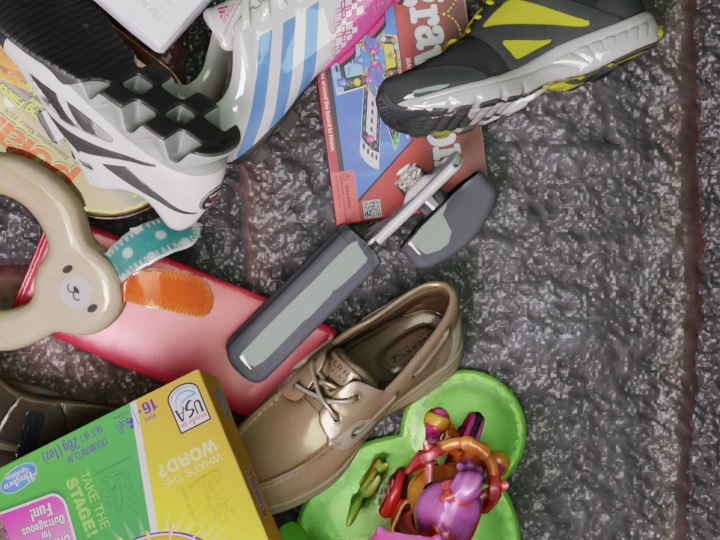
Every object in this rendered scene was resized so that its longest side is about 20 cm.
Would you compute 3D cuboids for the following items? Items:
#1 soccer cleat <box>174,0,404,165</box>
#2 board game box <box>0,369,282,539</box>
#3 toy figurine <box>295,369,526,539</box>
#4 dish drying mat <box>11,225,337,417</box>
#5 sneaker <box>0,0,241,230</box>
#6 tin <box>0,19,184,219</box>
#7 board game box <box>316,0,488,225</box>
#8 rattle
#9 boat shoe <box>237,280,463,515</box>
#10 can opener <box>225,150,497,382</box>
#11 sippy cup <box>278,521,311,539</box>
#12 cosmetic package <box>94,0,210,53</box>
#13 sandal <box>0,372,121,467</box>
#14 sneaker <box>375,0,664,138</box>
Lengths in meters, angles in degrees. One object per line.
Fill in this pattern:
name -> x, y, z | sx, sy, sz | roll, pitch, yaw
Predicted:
soccer cleat -> -0.043, -0.157, 1.726 | 0.086, 0.070, 0.200 | 38, 91, -27
board game box -> -0.120, 0.182, 1.672 | 0.152, 0.040, 0.201 | -27, 72, 8
toy figurine -> 0.048, 0.163, 1.722 | 0.150, 0.184, 0.201 | 27, 91, -5
dish drying mat -> -0.120, 0.034, 1.787 | 0.199, 0.018, 0.077 | 23, 93, -6
sneaker -> -0.166, -0.097, 1.704 | 0.200, 0.074, 0.089 | 41, 134, 21
tin -> -0.195, -0.115, 1.763 | 0.200, 0.042, 0.112 | 38, 87, -6
board game box -> 0.021, -0.135, 1.784 | 0.102, 0.019, 0.201 | -8, 94, -4
rattle -> -0.204, 0.000, 1.698 | 0.199, 0.143, 0.131 | 18, 89, 14
boat shoe -> -0.016, 0.075, 1.737 | 0.071, 0.065, 0.200 | 38, 62, 24
can opener -> 0.000, 0.000, 1.756 | 0.200, 0.053, 0.067 | -41, 97, 0
sippy cup -> -0.115, 0.210, 1.748 | 0.177, 0.140, 0.131 | -19, 84, -11
cosmetic package -> -0.132, -0.271, 1.714 | 0.199, 0.123, 0.200 | 42, 89, -5
sandal -> -0.227, 0.092, 1.770 | 0.199, 0.055, 0.082 | 13, 99, -19
sneaker -> 0.091, -0.145, 1.758 | 0.199, 0.074, 0.085 | -20, 82, -23
